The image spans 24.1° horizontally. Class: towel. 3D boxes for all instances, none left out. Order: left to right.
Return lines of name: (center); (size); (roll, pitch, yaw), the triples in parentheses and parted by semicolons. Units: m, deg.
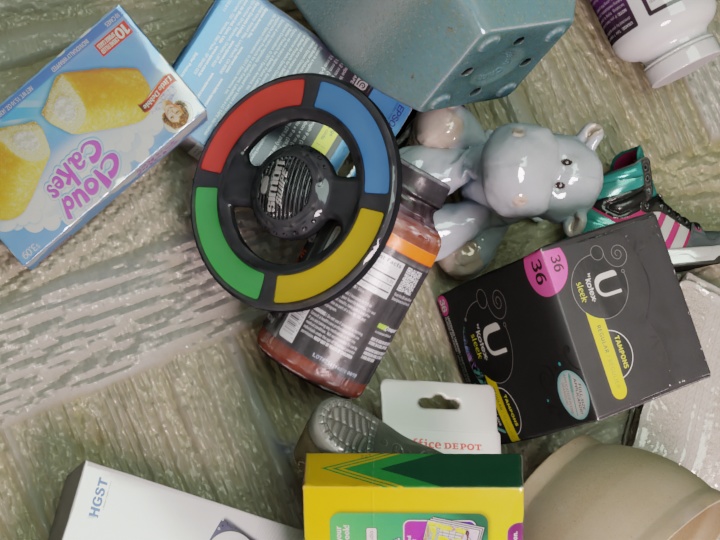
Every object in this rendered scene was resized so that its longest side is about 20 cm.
towel: (0.332, 0.111, 1.619); (0.131, 0.034, 0.202); (24, 67, -13)

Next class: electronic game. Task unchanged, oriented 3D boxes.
electronic game: (-0.056, -0.065, 1.395); (0.042, 0.198, 0.203); (20, 60, -60)

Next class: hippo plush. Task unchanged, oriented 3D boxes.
hippo plush: (0.137, -0.063, 1.500); (0.198, 0.160, 0.161); (14, 90, -35)

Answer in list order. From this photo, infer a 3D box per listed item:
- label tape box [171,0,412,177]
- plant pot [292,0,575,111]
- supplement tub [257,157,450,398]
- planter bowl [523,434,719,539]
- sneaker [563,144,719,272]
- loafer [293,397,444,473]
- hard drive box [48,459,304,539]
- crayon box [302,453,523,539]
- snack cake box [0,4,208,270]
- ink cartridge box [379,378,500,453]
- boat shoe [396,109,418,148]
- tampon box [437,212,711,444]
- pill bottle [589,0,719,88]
label tape box: (-0.075, -0.141, 1.498); (0.199, 0.066, 0.144); (34, 78, -12)
plant pot: (0.075, -0.256, 1.465); (0.195, 0.196, 0.201); (-14, 67, -39)
supplement tub: (0.000, 0.000, 1.436); (0.106, 0.107, 0.201); (28, 93, -12)
planter bowl: (0.205, 0.230, 1.460); (0.199, 0.201, 0.135); (-34, 61, -27)
sneaker: (0.282, -0.060, 1.627); (0.198, 0.083, 0.122); (-2, 85, -22)
loafer: (0.027, 0.179, 1.390); (0.199, 0.070, 0.076); (38, 42, -15)
hard drive box: (-0.157, 0.261, 1.351); (0.198, 0.077, 0.158); (19, 68, -16)
crayon box: (0.042, 0.244, 1.339); (0.170, 0.058, 0.202); (1, 114, 3)
snack cake box: (-0.237, -0.108, 1.398); (0.200, 0.067, 0.115); (-41, 91, -5)
ink cartridge box: (0.060, 0.201, 1.461); (0.115, 0.067, 0.203); (5, 73, -19)
boat shoe: (0.049, -0.186, 1.571); (0.071, 0.071, 0.202); (21, 68, -15)
tampon box: (0.182, 0.056, 1.476); (0.125, 0.200, 0.151); (-17, 84, -25)
pill bottle: (0.279, -0.288, 1.673); (0.112, 0.112, 0.202); (-23, 84, -26)
